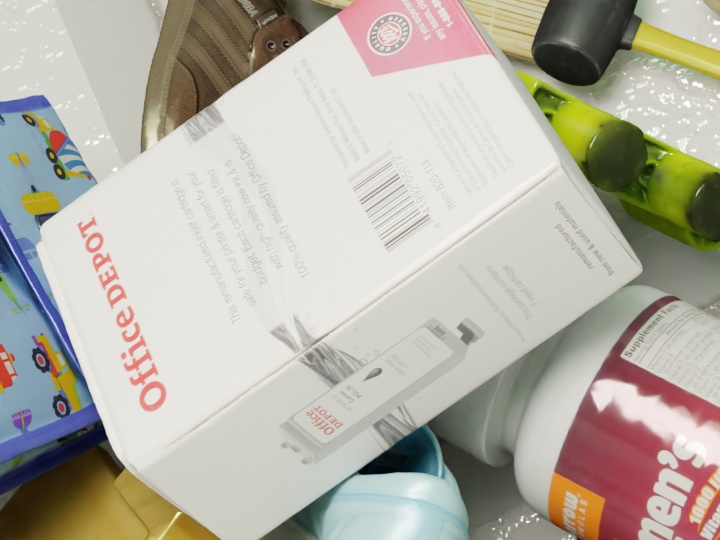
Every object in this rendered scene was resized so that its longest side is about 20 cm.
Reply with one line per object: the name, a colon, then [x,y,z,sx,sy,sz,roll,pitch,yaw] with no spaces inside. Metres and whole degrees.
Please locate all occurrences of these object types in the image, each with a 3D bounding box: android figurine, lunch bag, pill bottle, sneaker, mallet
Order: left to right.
lunch bag: [-0.158,0.011,0.990,0.094,0.200,0.151,-37,83,34]
sneaker: [-0.061,-0.098,1.162,0.075,0.070,0.200,4,68,8]
sneaker: [0.010,0.098,0.968,0.074,0.200,0.082,23,91,-16]
android figurine: [0.088,-0.062,1.068,0.200,0.182,0.041,30,96,58]
pill bottle: [0.134,0.073,0.961,0.200,0.110,0.110,27,74,23]
mallet: [0.186,-0.105,1.132,0.200,0.041,0.066,15,66,5]

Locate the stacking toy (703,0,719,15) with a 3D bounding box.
stacking toy: [0.208,-0.225,1.167,0.085,0.085,0.200,-2,62,10]

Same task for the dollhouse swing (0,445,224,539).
dollhouse swing: [-0.107,0.196,0.999,0.182,0.176,0.200,39,87,-7]

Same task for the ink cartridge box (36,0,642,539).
ink cartridge box: [-0.013,-0.008,0.920,0.200,0.083,0.147,-35,46,8]

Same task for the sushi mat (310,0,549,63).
sushi mat: [0.032,-0.163,1.148,0.200,0.012,0.096,13,69,-19]

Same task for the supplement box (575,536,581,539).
supplement box: [0.172,0.179,1.001,0.109,0.061,0.200,-19,64,3]
